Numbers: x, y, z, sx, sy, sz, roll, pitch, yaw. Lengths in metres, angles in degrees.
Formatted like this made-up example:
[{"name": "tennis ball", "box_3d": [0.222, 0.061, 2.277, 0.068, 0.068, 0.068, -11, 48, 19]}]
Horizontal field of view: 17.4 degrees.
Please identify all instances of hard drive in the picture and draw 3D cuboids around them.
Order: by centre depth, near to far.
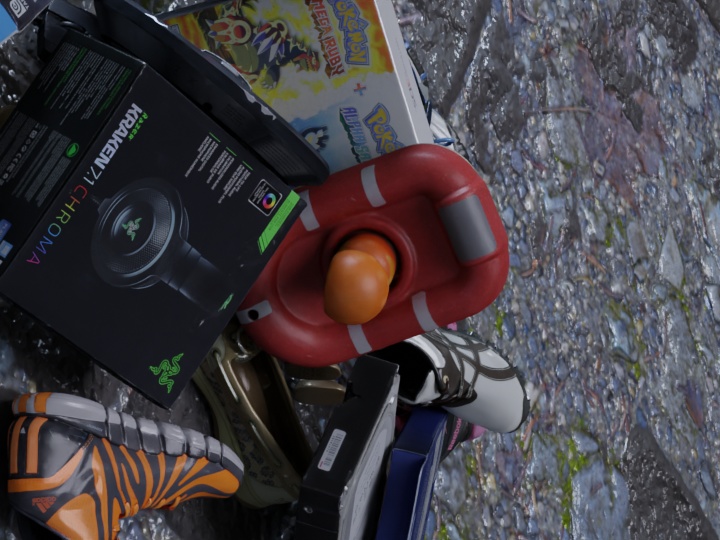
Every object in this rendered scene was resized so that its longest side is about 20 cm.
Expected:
[{"name": "hard drive", "box_3d": [-0.014, 0.179, 1.736, 0.140, 0.038, 0.201, -64, 167, -45]}]

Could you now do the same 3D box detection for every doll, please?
[{"name": "doll", "box_3d": [-0.028, -0.003, 1.827, 0.137, 0.048, 0.201, 77, 14, -59]}]

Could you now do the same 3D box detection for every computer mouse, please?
[{"name": "computer mouse", "box_3d": [-0.219, -0.182, 1.614, 0.200, 0.034, 0.059, 42, 50, -43]}]

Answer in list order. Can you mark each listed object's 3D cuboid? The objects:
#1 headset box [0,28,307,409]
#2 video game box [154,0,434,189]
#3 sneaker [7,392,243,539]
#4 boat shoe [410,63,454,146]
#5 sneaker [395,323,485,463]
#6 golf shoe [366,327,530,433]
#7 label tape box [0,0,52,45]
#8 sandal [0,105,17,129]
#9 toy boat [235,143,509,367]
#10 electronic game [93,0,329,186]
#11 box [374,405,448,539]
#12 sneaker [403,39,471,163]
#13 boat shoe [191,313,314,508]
[{"name": "headset box", "box_3d": [-0.155, -0.028, 1.555, 0.175, 0.093, 0.200, -56, 136, -7]}, {"name": "video game box", "box_3d": [-0.046, -0.111, 1.720, 0.047, 0.181, 0.201, -53, 127, -70]}, {"name": "sneaker", "box_3d": [-0.164, 0.157, 1.587, 0.199, 0.077, 0.113, 20, 70, -42]}, {"name": "boat shoe", "box_3d": [0.021, -0.114, 1.846, 0.084, 0.068, 0.200, -49, 133, -24]}, {"name": "sneaker", "box_3d": [0.035, 0.074, 1.911, 0.095, 0.079, 0.201, -41, 115, -36]}, {"name": "golf shoe", "box_3d": [0.056, 0.082, 1.819, 0.200, 0.078, 0.095, 43, 41, -29]}, {"name": "label tape box", "box_3d": [-0.252, -0.226, 1.517, 0.144, 0.066, 0.200, 53, 40, -15]}, {"name": "sandal", "box_3d": [-0.172, -0.083, 1.627, 0.211, 0.069, 0.078, 3, 80, -56]}, {"name": "toy boat", "box_3d": [0.000, 0.000, 1.648, 0.131, 0.199, 0.131, 66, 18, -11]}, {"name": "electronic game", "box_3d": [-0.102, -0.124, 1.603, 0.042, 0.200, 0.200, -51, 134, -4]}, {"name": "box", "box_3d": [0.035, 0.180, 1.805, 0.200, 0.032, 0.122, -55, 157, -78]}, {"name": "sneaker", "box_3d": [0.031, -0.106, 1.956, 0.077, 0.076, 0.200, -48, 123, -25]}, {"name": "boat shoe", "box_3d": [-0.081, 0.077, 1.731, 0.073, 0.062, 0.201, -38, 113, -53]}]
